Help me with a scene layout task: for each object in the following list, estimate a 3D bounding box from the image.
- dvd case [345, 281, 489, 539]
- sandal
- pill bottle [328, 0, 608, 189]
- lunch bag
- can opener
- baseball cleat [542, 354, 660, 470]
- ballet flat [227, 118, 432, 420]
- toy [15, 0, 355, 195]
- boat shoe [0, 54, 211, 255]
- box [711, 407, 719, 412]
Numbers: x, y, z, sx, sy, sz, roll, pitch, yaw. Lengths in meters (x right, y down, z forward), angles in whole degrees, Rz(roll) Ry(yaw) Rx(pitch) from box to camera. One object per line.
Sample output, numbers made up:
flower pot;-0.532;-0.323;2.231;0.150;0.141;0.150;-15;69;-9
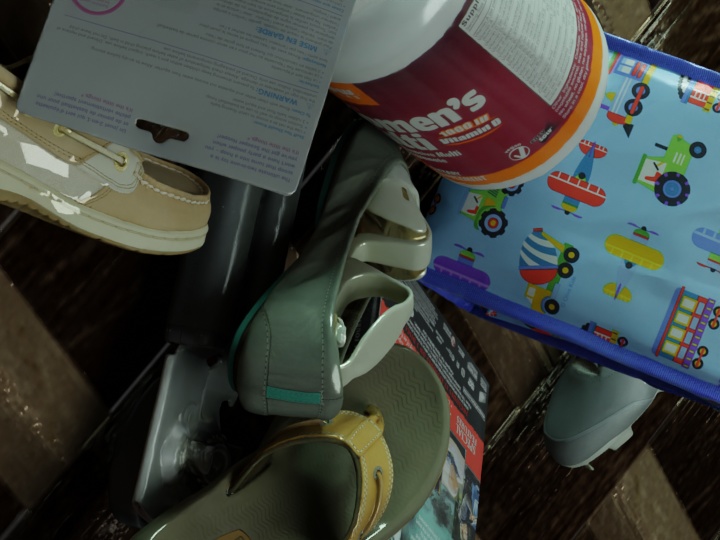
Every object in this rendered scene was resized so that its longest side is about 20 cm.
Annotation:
dvd case;0.022;0.104;1.309;0.146;0.022;0.200;54;34;-48
sandal;-0.026;0.098;1.183;0.200;0.080;0.054;-35;173;-35
pill bottle;0.023;-0.121;1.203;0.200;0.110;0.110;34;83;-51
lunch bag;0.147;-0.025;1.309;0.094;0.200;0.151;30;83;-62
can opener;-0.077;0.021;1.217;0.053;0.067;0.200;19;81;-51
baseball cleat;0.142;0.007;1.456;0.106;0.070;0.200;40;78;-31
ballet flat;0.000;0.000;1.218;0.200;0.064;0.067;-62;156;-48
toy;-0.055;-0.131;1.088;0.047;0.115;0.200;106;1;-73
boat shoe;-0.125;-0.059;1.094;0.200;0.074;0.069;19;100;-51
box;0.259;-0.004;1.523;0.200;0.050;0.158;-23;129;-72
